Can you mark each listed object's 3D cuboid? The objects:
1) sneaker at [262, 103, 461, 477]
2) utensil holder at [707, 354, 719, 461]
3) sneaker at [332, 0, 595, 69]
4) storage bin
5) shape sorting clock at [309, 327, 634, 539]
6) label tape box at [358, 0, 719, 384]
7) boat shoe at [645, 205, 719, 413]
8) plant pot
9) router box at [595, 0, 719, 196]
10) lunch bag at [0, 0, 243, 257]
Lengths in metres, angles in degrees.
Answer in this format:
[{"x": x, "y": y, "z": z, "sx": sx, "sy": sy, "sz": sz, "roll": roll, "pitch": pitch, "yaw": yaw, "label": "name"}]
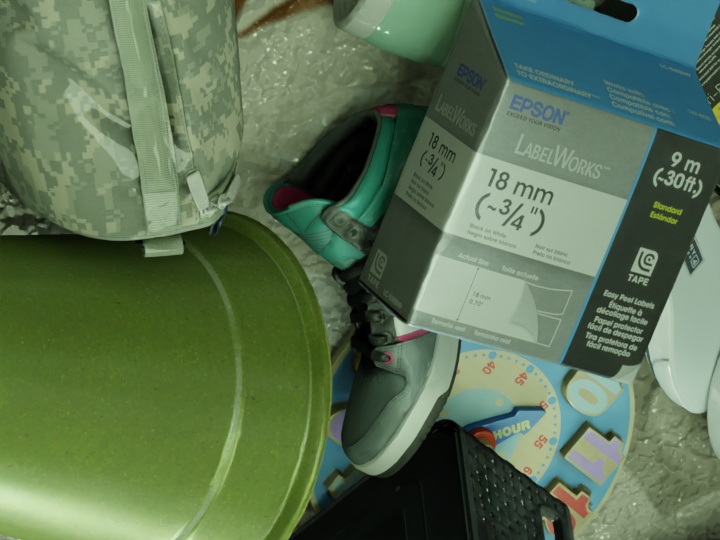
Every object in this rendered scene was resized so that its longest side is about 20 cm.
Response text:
[{"x": 0.000, "y": 0.000, "z": 1.416, "sx": 0.120, "sy": 0.084, "sz": 0.201, "roll": 19, "pitch": 87, "yaw": -26, "label": "sneaker"}, {"x": 0.319, "y": 0.090, "z": 1.512, "sx": 0.169, "sy": 0.200, "sz": 0.171, "roll": -23, "pitch": 129, "yaw": -32, "label": "utensil holder"}, {"x": 0.082, "y": -0.189, "z": 1.377, "sx": 0.118, "sy": 0.074, "sz": 0.201, "roll": 22, "pitch": 114, "yaw": -22, "label": "sneaker"}, {"x": 0.017, "y": 0.195, "z": 1.468, "sx": 0.094, "sy": 0.136, "sz": 0.200, "roll": 36, "pitch": 118, "yaw": -27, "label": "storage bin"}, {"x": 0.064, "y": 0.094, "z": 1.527, "sx": 0.199, "sy": 0.039, "sz": 0.201, "roll": -9, "pitch": 117, "yaw": -18, "label": "shape sorting clock"}, {"x": 0.105, "y": -0.057, "z": 1.362, "sx": 0.144, "sy": 0.063, "sz": 0.201, "roll": 15, "pitch": 103, "yaw": -29, "label": "label tape box"}, {"x": 0.159, "y": -0.005, "z": 1.504, "sx": 0.072, "sy": 0.068, "sz": 0.200, "roll": -46, "pitch": 134, "yaw": -23, "label": "boat shoe"}, {"x": -0.149, "y": 0.058, "z": 1.301, "sx": 0.189, "sy": 0.200, "sz": 0.201, "roll": 9, "pitch": 111, "yaw": -44, "label": "plant pot"}, {"x": 0.238, "y": -0.142, "z": 1.476, "sx": 0.200, "sy": 0.052, "sz": 0.157, "roll": -45, "pitch": 121, "yaw": 3, "label": "router box"}, {"x": -0.126, "y": -0.123, "z": 1.270, "sx": 0.139, "sy": 0.168, "sz": 0.201, "roll": -15, "pitch": 119, "yaw": -14, "label": "lunch bag"}]
